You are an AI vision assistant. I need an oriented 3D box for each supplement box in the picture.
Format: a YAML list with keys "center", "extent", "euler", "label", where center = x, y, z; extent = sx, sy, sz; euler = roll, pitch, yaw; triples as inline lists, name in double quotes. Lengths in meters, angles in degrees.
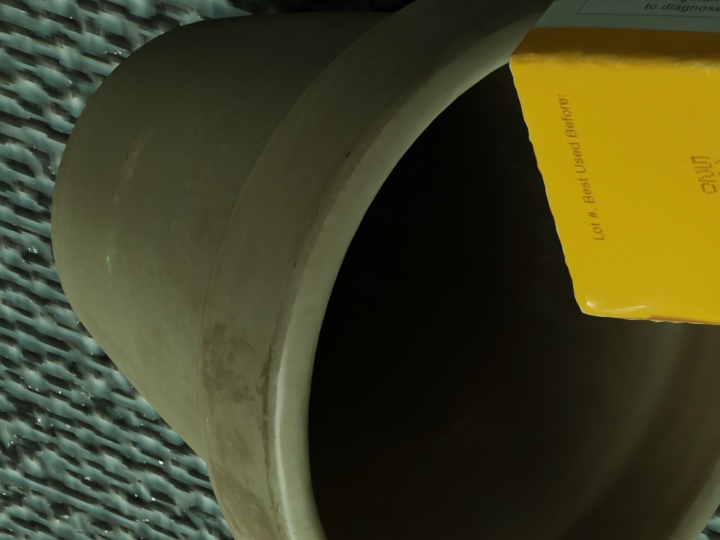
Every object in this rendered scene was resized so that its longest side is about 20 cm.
- center: [0.137, -0.070, 0.643]
  extent: [0.126, 0.200, 0.074]
  euler: [6, 131, 34]
  label: "supplement box"

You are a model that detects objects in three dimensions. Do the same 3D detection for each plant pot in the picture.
- center: [0.000, 0.000, 0.853]
  extent: [0.174, 0.200, 0.201]
  euler: [21, 144, 45]
  label: "plant pot"
